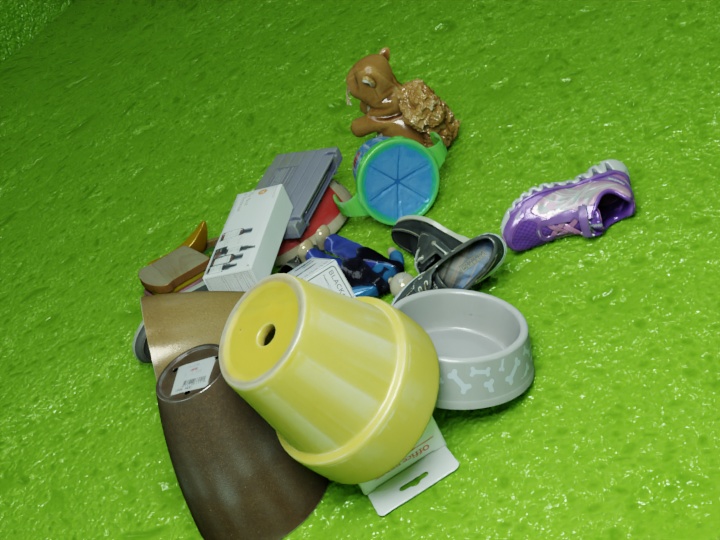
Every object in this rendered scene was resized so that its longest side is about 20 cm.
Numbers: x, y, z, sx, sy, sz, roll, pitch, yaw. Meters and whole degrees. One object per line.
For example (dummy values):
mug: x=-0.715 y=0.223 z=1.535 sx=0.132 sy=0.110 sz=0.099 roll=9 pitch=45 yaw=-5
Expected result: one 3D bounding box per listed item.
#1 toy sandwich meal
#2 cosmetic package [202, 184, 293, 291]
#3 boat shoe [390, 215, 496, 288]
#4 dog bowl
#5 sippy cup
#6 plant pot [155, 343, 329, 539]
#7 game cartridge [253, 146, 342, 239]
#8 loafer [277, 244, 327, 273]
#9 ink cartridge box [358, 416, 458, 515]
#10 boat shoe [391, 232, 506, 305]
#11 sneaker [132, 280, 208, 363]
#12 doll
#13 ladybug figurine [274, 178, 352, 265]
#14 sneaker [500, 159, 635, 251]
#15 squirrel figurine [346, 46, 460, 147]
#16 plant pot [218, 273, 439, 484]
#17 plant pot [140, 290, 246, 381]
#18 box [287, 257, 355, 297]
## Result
toy sandwich meal: x=-0.277 y=-0.010 z=1.705 sx=0.202 sy=0.071 sz=0.207 roll=-19 pitch=33 yaw=13
cosmetic package: x=-0.163 y=-0.044 z=1.506 sx=0.081 sy=0.051 sz=0.202 roll=-10 pitch=37 yaw=19
boat shoe: x=0.102 y=-0.024 z=1.450 sx=0.067 sy=0.072 sz=0.199 roll=-40 pitch=40 yaw=-18
dog bowl: x=0.114 y=0.087 z=1.232 sx=0.196 sy=0.060 sz=0.201 roll=1 pitch=26 yaw=0
sippy cup: x=0.046 y=-0.154 z=1.634 sx=0.174 sy=0.143 sz=0.130 roll=2 pitch=18 yaw=-14
plant pot: x=-0.155 y=0.192 z=1.211 sx=0.184 sy=0.202 sz=0.188 roll=-18 pitch=33 yaw=12
game cartridge: x=-0.117 y=-0.121 z=1.646 sx=0.128 sy=0.039 sz=0.202 roll=-7 pitch=39 yaw=32
loafer: x=-0.101 y=0.020 z=1.544 sx=0.071 sy=0.064 sz=0.201 roll=-6 pitch=38 yaw=29
ink cartridge box: x=0.023 y=0.183 z=1.220 sx=0.115 sy=0.069 sz=0.200 roll=-31 pitch=33 yaw=-6
boat shoe: x=0.106 y=0.019 z=1.347 sx=0.199 sy=0.057 sz=0.069 roll=-41 pitch=76 yaw=9
sneaker: x=-0.250 y=0.079 z=1.555 sx=0.199 sy=0.076 sz=0.106 roll=-38 pitch=32 yaw=-20
doll: x=0.000 y=0.000 z=1.492 sx=0.198 sy=0.049 sz=0.136 roll=24 pitch=51 yaw=34
ladybug figurine: x=-0.097 y=-0.087 z=1.683 sx=0.134 sy=0.073 sz=0.200 roll=12 pitch=49 yaw=44
sneaker: x=0.288 y=-0.076 z=1.393 sx=0.197 sy=0.081 sz=0.089 roll=-24 pitch=40 yaw=2
squirrel figurine: x=0.069 y=-0.280 z=1.727 sx=0.197 sy=0.189 sz=0.142 roll=4 pitch=42 yaw=38
plant pot: x=-0.045 y=0.104 z=1.105 sx=0.199 sy=0.188 sz=0.204 roll=-25 pitch=49 yaw=31
plant pot: x=-0.184 y=0.102 z=1.403 sx=0.196 sy=0.189 sz=0.187 roll=-15 pitch=31 yaw=-9
box: x=-0.047 y=0.047 z=1.350 sx=0.060 sy=0.118 sz=0.200 roll=-30 pitch=8 yaw=-9
